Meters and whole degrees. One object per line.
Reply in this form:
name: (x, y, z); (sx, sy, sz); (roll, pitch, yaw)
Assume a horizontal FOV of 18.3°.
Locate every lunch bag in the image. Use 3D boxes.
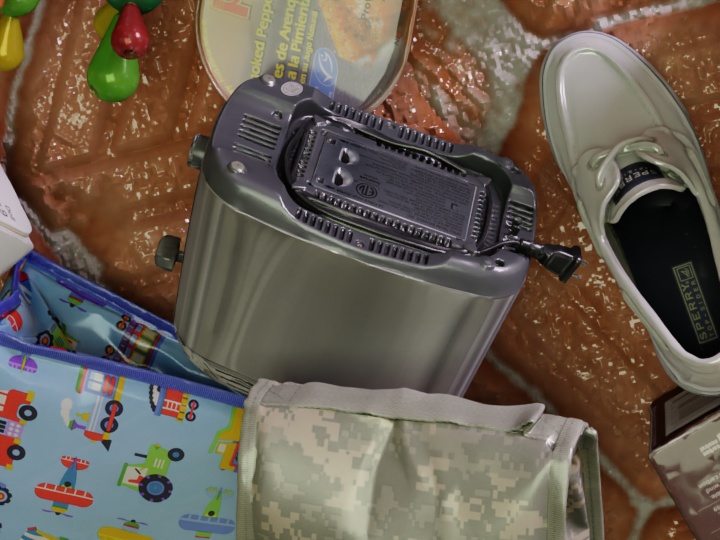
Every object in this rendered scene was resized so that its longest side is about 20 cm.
lunch bag: (-0.115, 0.103, 1.160); (0.199, 0.094, 0.151); (21, 117, -3)
lunch bag: (0.031, 0.140, 1.074); (0.163, 0.118, 0.201); (7, 120, 17)

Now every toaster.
toaster: (0.000, 0.000, 1.110); (0.199, 0.114, 0.130); (19, 128, -4)

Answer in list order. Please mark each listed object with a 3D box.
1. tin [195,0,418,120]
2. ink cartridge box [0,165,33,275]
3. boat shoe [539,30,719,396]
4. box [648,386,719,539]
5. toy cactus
tin: (-0.020, -0.169, 1.129); (0.111, 0.042, 0.201); (12, 103, 0)
ink cartridge box: (-0.283, -0.017, 1.138); (0.200, 0.087, 0.146); (-38, 61, 11)
boat shoe: (0.142, -0.037, 1.088); (0.073, 0.065, 0.201); (-29, 71, 6)
box: (0.223, 0.147, 1.132); (0.075, 0.100, 0.201); (-31, 95, 12)
toy cactus: (-0.131, -0.191, 1.097); (0.164, 0.102, 0.201); (-21, 81, 14)
